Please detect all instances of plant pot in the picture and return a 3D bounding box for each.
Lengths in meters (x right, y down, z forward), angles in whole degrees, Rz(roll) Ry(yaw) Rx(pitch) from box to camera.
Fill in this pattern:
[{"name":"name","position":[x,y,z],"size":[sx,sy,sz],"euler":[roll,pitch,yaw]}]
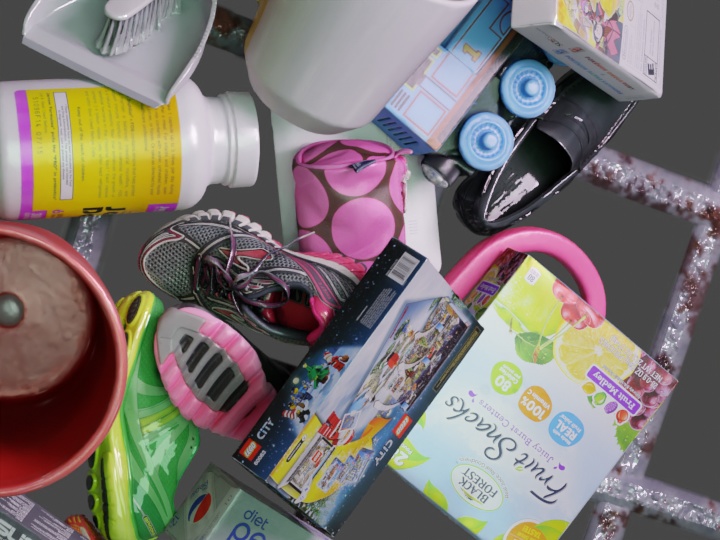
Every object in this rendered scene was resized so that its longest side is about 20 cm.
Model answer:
[{"name":"plant pot","position":[-0.264,0.047,1.586],"size":[0.199,0.177,0.202],"euler":[0,101,-2]}]

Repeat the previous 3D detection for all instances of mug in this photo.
[{"name":"mug","position":[-0.012,-0.196,1.638],"size":[0.149,0.187,0.153],"euler":[23,119,-19]}]

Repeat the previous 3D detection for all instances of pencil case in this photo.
[{"name":"pencil case","position":[0.000,0.000,1.698],"size":[0.093,0.091,0.201],"euler":[-6,107,-5]}]

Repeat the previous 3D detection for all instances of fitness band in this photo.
[{"name":"fitness band","position":[0.116,0.059,1.777],"size":[0.144,0.037,0.200],"euler":[43,84,-15]}]

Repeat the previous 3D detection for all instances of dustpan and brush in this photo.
[{"name":"dustpan and brush","position":[-0.148,-0.223,1.651],"size":[0.139,0.057,0.200],"euler":[26,51,19]}]

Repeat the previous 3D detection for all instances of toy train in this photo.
[{"name":"toy train","position":[0.096,-0.164,1.715],"size":[0.114,0.087,0.200],"euler":[40,81,-15]}]

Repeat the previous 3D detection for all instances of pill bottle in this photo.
[{"name":"pill bottle","position":[-0.180,-0.094,1.643],"size":[0.199,0.104,0.105],"euler":[-4,97,-14]}]

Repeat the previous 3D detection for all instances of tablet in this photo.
[{"name":"tablet","position":[-0.004,-0.088,1.739],"size":[0.129,0.014,0.201],"euler":[-7,98,-14]}]

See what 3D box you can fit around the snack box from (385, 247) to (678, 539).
[{"name":"snack box","position":[0.125,0.112,1.733],"size":[0.168,0.068,0.200],"euler":[38,87,-14]}]

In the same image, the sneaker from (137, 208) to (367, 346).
[{"name":"sneaker","position":[-0.085,0.006,1.655],"size":[0.199,0.075,0.081],"euler":[12,111,27]}]

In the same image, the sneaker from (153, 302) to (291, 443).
[{"name":"sneaker","position":[-0.088,0.090,1.695],"size":[0.079,0.096,0.200],"euler":[-39,116,12]}]

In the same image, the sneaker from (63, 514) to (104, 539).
[{"name":"sneaker","position":[-0.205,0.289,1.701],"size":[0.077,0.073,0.201],"euler":[-15,98,-3]}]

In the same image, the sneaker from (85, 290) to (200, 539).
[{"name":"sneaker","position":[-0.169,0.113,1.696],"size":[0.083,0.074,0.201],"euler":[-2,100,-32]}]

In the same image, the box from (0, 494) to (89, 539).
[{"name":"box","position":[-0.241,0.276,1.652],"size":[0.200,0.049,0.162],"euler":[35,107,-1]}]

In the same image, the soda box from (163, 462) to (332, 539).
[{"name":"soda box","position":[-0.054,0.233,1.714],"size":[0.200,0.063,0.068],"euler":[37,86,-31]}]

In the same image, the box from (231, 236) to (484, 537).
[{"name":"box","position":[0.001,0.089,1.620],"size":[0.200,0.038,0.137],"euler":[-53,149,-8]}]

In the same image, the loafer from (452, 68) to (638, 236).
[{"name":"loafer","position":[0.160,-0.101,1.752],"size":[0.200,0.070,0.068],"euler":[-43,106,-7]}]

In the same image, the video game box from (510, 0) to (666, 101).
[{"name":"video game box","position":[0.181,-0.251,1.674],"size":[0.182,0.047,0.201],"euler":[26,65,-56]}]
